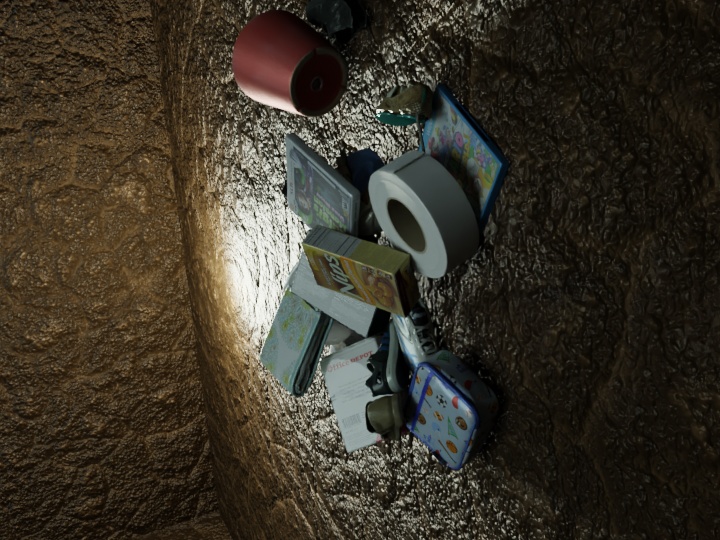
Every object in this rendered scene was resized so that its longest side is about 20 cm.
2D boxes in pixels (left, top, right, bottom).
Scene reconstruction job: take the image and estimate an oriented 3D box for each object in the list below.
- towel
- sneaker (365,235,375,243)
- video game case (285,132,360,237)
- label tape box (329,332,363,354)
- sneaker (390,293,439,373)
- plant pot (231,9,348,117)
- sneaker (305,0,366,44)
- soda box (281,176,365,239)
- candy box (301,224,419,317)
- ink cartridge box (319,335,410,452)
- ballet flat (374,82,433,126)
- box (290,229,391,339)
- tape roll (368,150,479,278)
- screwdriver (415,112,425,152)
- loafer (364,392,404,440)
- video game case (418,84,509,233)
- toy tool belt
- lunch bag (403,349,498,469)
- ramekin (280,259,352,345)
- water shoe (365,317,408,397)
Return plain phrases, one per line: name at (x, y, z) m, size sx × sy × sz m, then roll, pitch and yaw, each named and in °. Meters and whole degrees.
towel at (-0.134, 0.141, 1.592) m, size 0.171 × 0.048 × 0.200 m, roll 35°, pitch 105°, yaw 54°
sneaker at (-0.006, -0.101, 1.529) m, size 0.081 × 0.074 × 0.201 m, roll -39°, pitch 68°, yaw 60°
video game case at (-0.072, -0.128, 1.389) m, size 0.200 × 0.023 × 0.182 m, roll 44°, pitch 150°, yaw 30°
label tape box at (-0.030, 0.195, 1.735) m, size 0.200 × 0.063 × 0.145 m, roll 47°, pitch 141°, yaw 49°
sneaker at (0.105, 0.114, 1.381) m, size 0.073 × 0.072 × 0.200 m, roll 115°, pitch 136°, yaw -63°
plant pot at (-0.131, -0.405, 1.528) m, size 0.177 × 0.200 × 0.201 m, roll 39°, pitch 137°, yaw 40°
sneaker at (-0.049, -0.478, 1.448) m, size 0.200 × 0.060 × 0.105 m, roll -12°, pitch 86°, yaw 63°
soda box at (-0.068, -0.130, 1.499) m, size 0.200 × 0.071 × 0.063 m, roll 42°, pitch 123°, yaw 33°
candy box at (0.000, 0.000, 1.332) m, size 0.200 × 0.055 × 0.116 m, roll 19°, pitch 145°, yaw 31°
ink cartridge box at (0.017, 0.250, 1.548) m, size 0.145 × 0.085 × 0.201 m, roll -25°, pitch 76°, yaw 23°
ballet flat at (0.077, -0.279, 1.265) m, size 0.200 × 0.070 × 0.065 m, roll -151°, pitch 76°, yaw -69°
box at (-0.026, 0.019, 1.484) m, size 0.200 × 0.079 × 0.141 m, roll 30°, pitch 118°, yaw 26°
tape roll at (0.099, -0.090, 1.218) m, size 0.203 × 0.071 × 0.203 m, roll 50°, pitch 161°, yaw 24°
screwdriver at (0.104, -0.168, 1.230) m, size 0.029 × 0.028 × 0.200 m, roll 18°, pitch 139°, yaw 41°
loafer at (0.041, 0.265, 1.384) m, size 0.200 × 0.067 × 0.076 m, roll 91°, pitch 177°, yaw -65°
video game case at (0.155, -0.175, 1.191) m, size 0.200 × 0.018 × 0.143 m, roll 60°, pitch 152°, yaw 35°
toy tool belt at (0.006, -0.168, 1.382) m, size 0.123 × 0.125 × 0.200 m, roll 74°, pitch 174°, yaw -51°
lunch bag at (0.146, 0.239, 1.297) m, size 0.160 × 0.075 × 0.200 m, roll 41°, pitch 141°, yaw 26°
ramekin at (-0.083, 0.070, 1.670) m, size 0.200 × 0.098 × 0.201 m, roll -23°, pitch 59°, yaw 46°
water shoe at (0.046, 0.158, 1.429) m, size 0.072 × 0.079 × 0.200 m, roll 62°, pitch -163°, yaw -23°
